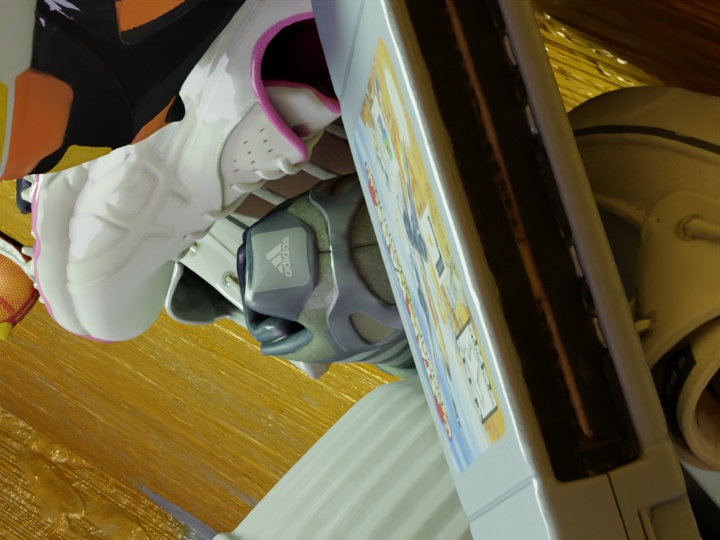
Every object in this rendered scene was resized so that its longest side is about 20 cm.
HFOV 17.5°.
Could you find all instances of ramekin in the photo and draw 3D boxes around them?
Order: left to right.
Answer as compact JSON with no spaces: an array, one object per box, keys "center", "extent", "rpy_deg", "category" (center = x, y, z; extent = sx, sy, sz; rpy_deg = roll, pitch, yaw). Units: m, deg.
[{"center":[0.050,0.123,0.784],"extent":[0.200,0.105,0.200],"rpy_deg":[37,173,5],"category":"ramekin"}]

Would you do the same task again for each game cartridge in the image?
[{"center":[0.030,-0.004,0.568],"extent":[0.133,0.041,0.200],"rpy_deg":[123,131,-76],"category":"game cartridge"}]

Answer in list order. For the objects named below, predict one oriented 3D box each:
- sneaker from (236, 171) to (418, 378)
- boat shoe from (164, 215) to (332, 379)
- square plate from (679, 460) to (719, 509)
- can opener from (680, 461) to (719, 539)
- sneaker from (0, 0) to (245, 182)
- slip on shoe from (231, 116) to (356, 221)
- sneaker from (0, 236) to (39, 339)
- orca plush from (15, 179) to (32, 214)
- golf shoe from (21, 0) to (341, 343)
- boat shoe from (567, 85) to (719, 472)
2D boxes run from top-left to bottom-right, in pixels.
[{"center":[0.000,0.000,0.781],"extent":[0.081,0.074,0.200],"rpy_deg":[-8,169,-1],"category":"sneaker"},{"center":[-0.071,-0.009,1.057],"extent":[0.200,0.067,0.074],"rpy_deg":[22,163,48],"category":"boat shoe"},{"center":[0.138,0.041,0.651],"extent":[0.200,0.028,0.198],"rpy_deg":[50,163,-7],"category":"square plate"},{"center":[0.140,0.087,0.842],"extent":[0.053,0.067,0.200],"rpy_deg":[11,155,32],"category":"can opener"},{"center":[-0.057,-0.101,0.572],"extent":[0.070,0.090,0.200],"rpy_deg":[57,142,26],"category":"sneaker"},{"center":[-0.071,-0.085,0.771],"extent":[0.200,0.076,0.061],"rpy_deg":[31,-145,-37],"category":"slip on shoe"},{"center":[-0.326,-0.016,1.758],"extent":[0.200,0.077,0.073],"rpy_deg":[30,170,31],"category":"sneaker"},{"center":[-0.097,-0.059,0.905],"extent":[0.071,0.105,0.200],"rpy_deg":[-3,138,-1],"category":"orca plush"},{"center":[-0.050,-0.041,0.705],"extent":[0.091,0.075,0.200],"rpy_deg":[20,138,5],"category":"golf shoe"},{"center":[0.091,0.012,0.539],"extent":[0.200,0.070,0.071],"rpy_deg":[24,149,51],"category":"boat shoe"}]
